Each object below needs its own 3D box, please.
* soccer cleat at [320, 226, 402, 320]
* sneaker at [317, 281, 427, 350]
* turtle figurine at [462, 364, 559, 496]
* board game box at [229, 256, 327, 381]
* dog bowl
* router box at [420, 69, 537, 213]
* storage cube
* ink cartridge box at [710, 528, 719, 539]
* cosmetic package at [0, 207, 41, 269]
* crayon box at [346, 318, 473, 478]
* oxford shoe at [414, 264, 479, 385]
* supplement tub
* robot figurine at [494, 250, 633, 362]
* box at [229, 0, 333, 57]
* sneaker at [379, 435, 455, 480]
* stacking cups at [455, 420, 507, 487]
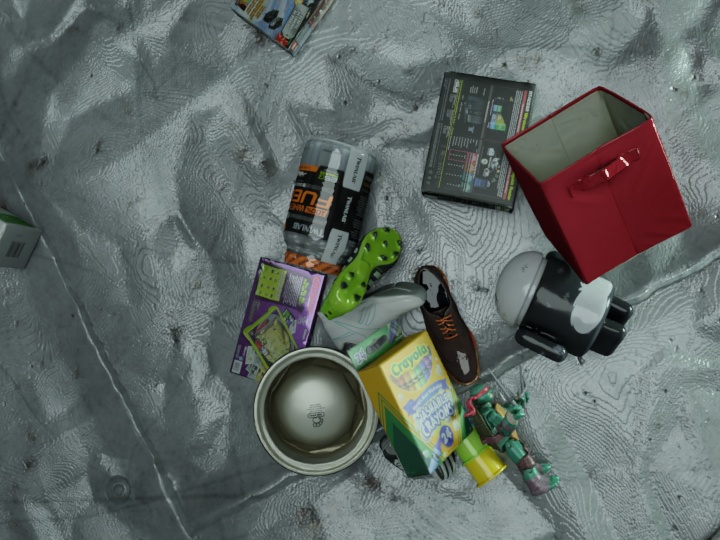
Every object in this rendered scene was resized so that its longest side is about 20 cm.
[{"bbox_3d":[0.000,0.000,1.163,0.068,0.200,0.081,45,137,-6],"label":"soccer cleat"},{"bbox_3d":[0.026,0.072,1.177,0.198,0.070,0.081,-17,97,35],"label":"sneaker"},{"bbox_3d":[0.222,0.229,1.108,0.100,0.150,0.202,-28,92,21],"label":"turtle figurine"},{"bbox_3d":[-0.137,0.090,1.240,0.118,0.032,0.203,16,91,16],"label":"board game box"},{"bbox_3d":[-0.069,0.218,1.182,0.197,0.074,0.203,0,91,-1],"label":"dog bowl"},{"bbox_3d":[0.189,-0.204,1.175,0.148,0.062,0.203,12,89,12],"label":"router box"},{"bbox_3d":[0.332,-0.125,1.056,0.170,0.201,0.181,-30,116,7],"label":"storage cube"},{"bbox_3d":[0.586,0.439,1.081,0.161,0.050,0.200,49,115,10],"label":"ink cartridge box"},{"bbox_3d":[-0.691,-0.084,1.318,0.198,0.108,0.086,28,92,10],"label":"cosmetic package"},{"bbox_3d":[0.075,0.177,1.072,0.051,0.125,0.202,-24,93,43],"label":"crayon box"},{"bbox_3d":[0.130,0.088,1.165,0.070,0.073,0.202,-25,82,8],"label":"oxford shoe"},{"bbox_3d":[-0.053,-0.100,1.186,0.121,0.122,0.203,13,89,11],"label":"supplement tub"},{"bbox_3d":[0.299,0.052,1.111,0.198,0.150,0.126,24,108,11],"label":"robot figurine"},{"bbox_3d":[-0.111,-0.488,1.261,0.136,0.040,0.201,38,94,12],"label":"box"},{"bbox_3d":[0.060,0.238,1.152,0.115,0.075,0.202,-24,87,44],"label":"sneaker"},{"bbox_3d":[0.147,0.241,1.168,0.060,0.060,0.201,-38,76,7],"label":"stacking cups"}]
